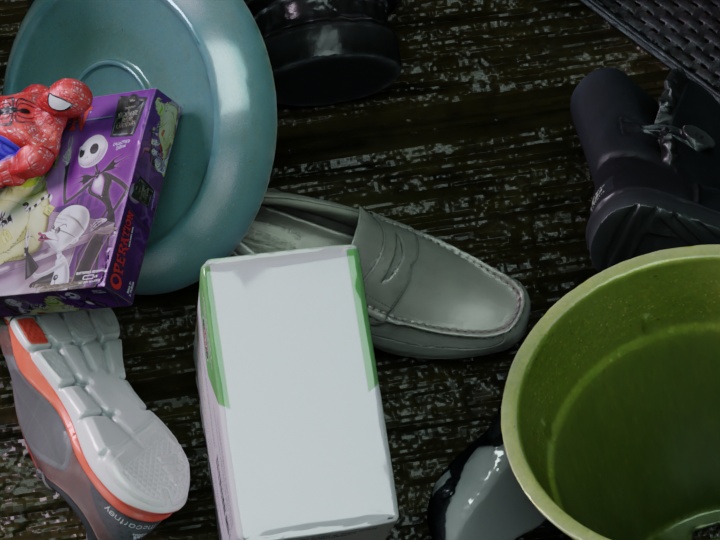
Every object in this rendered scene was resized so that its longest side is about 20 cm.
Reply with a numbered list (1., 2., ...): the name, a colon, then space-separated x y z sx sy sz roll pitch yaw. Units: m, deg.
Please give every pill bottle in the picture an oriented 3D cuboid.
1. pill bottle: -0.031 -0.203 1.394 0.112 0.112 0.200 -7 75 -3

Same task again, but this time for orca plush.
1. orca plush: 0.102 0.072 1.346 0.200 0.105 0.071 -54 45 4

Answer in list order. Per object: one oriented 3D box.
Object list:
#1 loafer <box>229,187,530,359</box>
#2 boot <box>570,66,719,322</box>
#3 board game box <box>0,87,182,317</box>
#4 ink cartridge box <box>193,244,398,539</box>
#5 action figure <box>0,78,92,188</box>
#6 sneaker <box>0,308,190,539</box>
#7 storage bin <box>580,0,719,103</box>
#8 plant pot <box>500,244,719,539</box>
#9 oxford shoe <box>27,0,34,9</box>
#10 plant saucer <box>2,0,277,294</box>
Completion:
1. loafer: 0.000 0.000 1.360 0.200 0.070 0.070 13 67 1
2. boot: 0.212 -0.035 1.341 0.200 0.076 0.168 20 33 -10
3. board game box: -0.193 -0.033 1.321 0.200 0.032 0.120 -6 58 36
4. ink cartridge box: -0.038 0.085 1.273 0.084 0.200 0.145 -7 75 -7
5. action figure: -0.227 -0.060 1.315 0.200 0.052 0.066 -22 47 25
6. sneaker: -0.170 0.076 1.335 0.077 0.082 0.200 4 44 -42
7. storage bin: 0.224 -0.166 1.378 0.200 0.135 0.094 38 78 8
8. plant pot: 0.187 0.122 1.259 0.200 0.190 0.200 -8 50 9
9. oxford shoe: -0.137 -0.124 1.403 0.071 0.071 0.200 -20 76 -34
10. plant saucer: -0.132 -0.085 1.337 0.200 0.027 0.201 4 97 35
